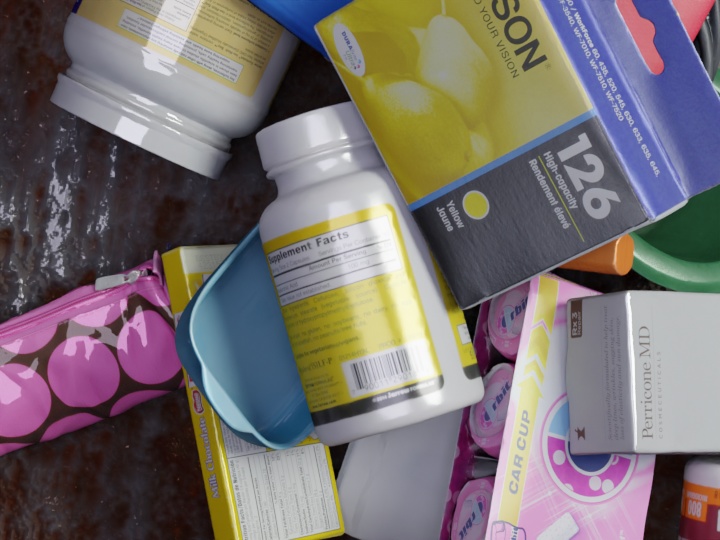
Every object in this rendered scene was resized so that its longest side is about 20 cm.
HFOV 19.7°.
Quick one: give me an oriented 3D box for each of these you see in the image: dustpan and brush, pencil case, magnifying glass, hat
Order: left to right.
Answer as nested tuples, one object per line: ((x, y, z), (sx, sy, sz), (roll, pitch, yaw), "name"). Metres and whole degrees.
((-0.202, 0.059, 1.384), (0.199, 0.094, 0.091), (-24, 50, 3), "pencil case")
((0.092, 0.142, 1.383), (0.199, 0.057, 0.140), (22, 104, 11), "dustpan and brush")
((0.088, -0.019, 1.300), (0.199, 0.022, 0.080), (8, 94, 45), "magnifying glass")
((0.157, -0.050, 1.384), (0.200, 0.176, 0.166), (41, 59, -8), "hat")

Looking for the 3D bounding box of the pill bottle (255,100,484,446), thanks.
((0.000, 0.000, 1.295), (0.111, 0.111, 0.201), (-16, 87, 5), "pill bottle")

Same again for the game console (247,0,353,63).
((0.036, -0.216, 1.326), (0.118, 0.171, 0.201), (37, 93, 12), "game console")

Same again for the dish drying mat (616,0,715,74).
((0.188, -0.200, 1.213), (0.076, 0.018, 0.201), (26, 98, -8), "dish drying mat")

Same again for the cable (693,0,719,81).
((0.144, -0.151, 1.255), (0.162, 0.051, 0.201), (14, 100, -6), "cable")

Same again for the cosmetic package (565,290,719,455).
((0.230, 0.066, 1.305), (0.199, 0.074, 0.103), (1, 84, -29), "cosmetic package")

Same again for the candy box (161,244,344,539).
((-0.069, 0.082, 1.355), (0.026, 0.102, 0.202), (-17, 81, 43), "candy box")

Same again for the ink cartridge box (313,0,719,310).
((0.096, -0.102, 1.207), (0.199, 0.047, 0.199), (-27, 90, 36), "ink cartridge box")

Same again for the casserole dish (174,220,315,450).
((-0.051, 0.031, 1.342), (0.039, 0.200, 0.121), (-17, 115, 45), "casserole dish")

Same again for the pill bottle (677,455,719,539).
((0.257, 0.225, 1.332), (0.113, 0.114, 0.202), (5, 90, 5), "pill bottle")

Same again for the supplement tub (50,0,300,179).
((-0.105, -0.175, 1.346), (0.145, 0.145, 0.201), (26, 92, 4), "supplement tub")

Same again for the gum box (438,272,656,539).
((0.127, 0.104, 1.325), (0.113, 0.066, 0.201), (17, 76, -23), "gum box")
